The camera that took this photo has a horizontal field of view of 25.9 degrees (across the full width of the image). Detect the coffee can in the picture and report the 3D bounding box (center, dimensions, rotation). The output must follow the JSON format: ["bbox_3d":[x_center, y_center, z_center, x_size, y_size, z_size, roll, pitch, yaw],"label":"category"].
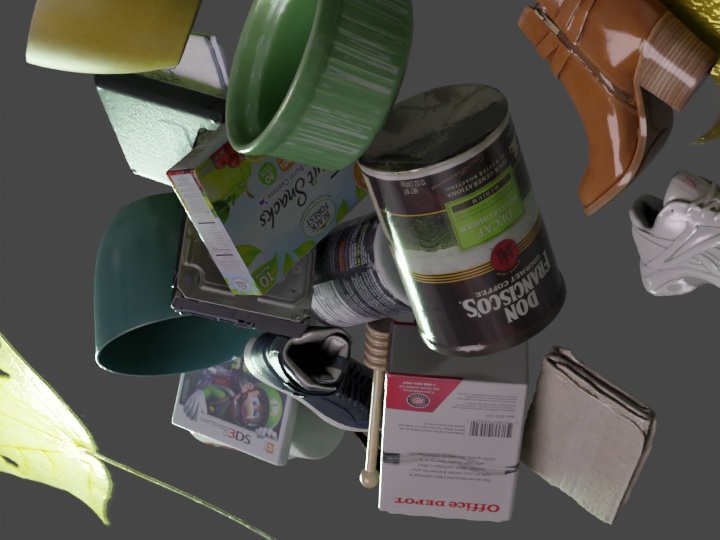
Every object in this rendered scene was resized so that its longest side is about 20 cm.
[{"bbox_3d":[0.092,-0.045,1.420,0.145,0.146,0.202,9,132,43],"label":"coffee can"}]

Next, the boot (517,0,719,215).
[{"bbox_3d":[0.186,-0.153,1.274,0.154,0.074,0.201,38,134,11],"label":"boot"}]

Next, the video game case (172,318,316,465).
[{"bbox_3d":[-0.136,0.106,1.836,0.180,0.023,0.203,15,94,38],"label":"video game case"}]

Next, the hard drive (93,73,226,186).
[{"bbox_3d":[-0.195,-0.143,1.707,0.198,0.033,0.141,19,143,35],"label":"hard drive"}]

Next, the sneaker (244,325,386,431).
[{"bbox_3d":[-0.016,0.121,1.712,0.200,0.078,0.146,24,164,-20],"label":"sneaker"}]

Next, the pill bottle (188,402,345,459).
[{"bbox_3d":[-0.116,0.167,1.907,0.198,0.114,0.115,5,129,45],"label":"pill bottle"}]

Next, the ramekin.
[{"bbox_3d":[-0.035,-0.186,1.373,0.097,0.203,0.200,17,155,-23],"label":"ramekin"}]

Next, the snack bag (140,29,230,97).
[{"bbox_3d":[-0.199,-0.183,1.717,0.187,0.021,0.202,17,137,37],"label":"snack bag"}]

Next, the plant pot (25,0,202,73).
[{"bbox_3d":[-0.226,-0.274,1.528,0.140,0.202,0.201,19,147,-8],"label":"plant pot"}]

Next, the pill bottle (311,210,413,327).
[{"bbox_3d":[0.000,0.000,1.608,0.199,0.106,0.107,-15,114,54],"label":"pill bottle"}]

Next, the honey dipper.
[{"bbox_3d":[0.015,0.146,1.678,0.038,0.038,0.203,23,120,31],"label":"honey dipper"}]

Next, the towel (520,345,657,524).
[{"bbox_3d":[0.228,0.168,1.595,0.132,0.034,0.201,35,146,19],"label":"towel"}]

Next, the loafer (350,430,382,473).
[{"bbox_3d":[0.024,0.212,1.841,0.071,0.063,0.201,-8,119,51],"label":"loafer"}]

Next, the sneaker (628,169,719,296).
[{"bbox_3d":[0.290,-0.036,1.275,0.199,0.078,0.100,-10,114,51],"label":"sneaker"}]

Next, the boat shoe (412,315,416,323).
[{"bbox_3d":[0.074,0.129,1.698,0.070,0.064,0.202,20,139,34],"label":"boat shoe"}]

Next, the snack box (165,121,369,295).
[{"bbox_3d":[-0.079,-0.091,1.515,0.053,0.200,0.143,0,126,47],"label":"snack box"}]

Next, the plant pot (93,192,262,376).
[{"bbox_3d":[-0.212,0.010,1.772,0.201,0.198,0.163,134,128,-57],"label":"plant pot"}]

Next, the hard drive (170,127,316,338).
[{"bbox_3d":[-0.111,-0.040,1.568,0.138,0.202,0.038,13,149,-12],"label":"hard drive"}]

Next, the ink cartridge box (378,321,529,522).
[{"bbox_3d":[0.095,0.158,1.615,0.143,0.085,0.202,4,130,2],"label":"ink cartridge box"}]
